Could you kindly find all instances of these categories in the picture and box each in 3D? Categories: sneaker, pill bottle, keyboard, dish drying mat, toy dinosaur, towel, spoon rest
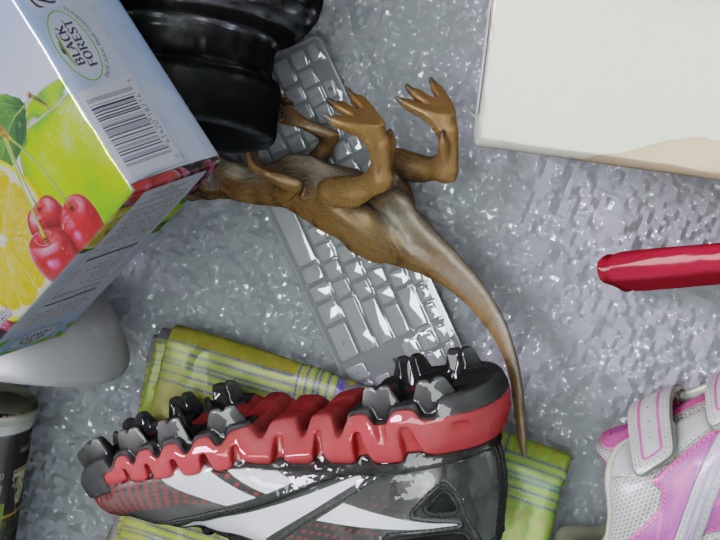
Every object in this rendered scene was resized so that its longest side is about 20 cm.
[{"bbox_3d":[0.146,0.078,1.148,0.088,0.081,0.200,36,101,6],"label":"sneaker"},{"bbox_3d":[-0.025,0.094,1.166,0.200,0.071,0.098,-8,103,24],"label":"sneaker"},{"bbox_3d":[-0.066,-0.154,1.141,0.111,0.112,0.201,5,83,13],"label":"pill bottle"},{"bbox_3d":[0.000,0.000,1.212,0.056,0.011,0.200,-25,89,14],"label":"keyboard"},{"bbox_3d":[0.200,-0.009,1.130,0.199,0.077,0.018,-5,85,14],"label":"dish drying mat"},{"bbox_3d":[0.012,-0.022,1.182,0.200,0.060,0.106,30,129,17],"label":"toy dinosaur"},{"bbox_3d":[-0.017,0.115,1.215,0.199,0.023,0.144,16,99,14],"label":"towel"},{"bbox_3d":[-0.193,0.015,1.177,0.199,0.099,0.061,15,107,-23],"label":"spoon rest"}]

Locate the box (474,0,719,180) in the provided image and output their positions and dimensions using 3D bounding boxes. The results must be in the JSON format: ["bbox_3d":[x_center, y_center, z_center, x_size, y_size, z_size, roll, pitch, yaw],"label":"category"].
[{"bbox_3d":[0.153,-0.077,1.127,0.199,0.095,0.078,9,97,14],"label":"box"}]

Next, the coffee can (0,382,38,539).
[{"bbox_3d":[-0.225,0.143,1.208,0.146,0.146,0.201,11,97,12],"label":"coffee can"}]

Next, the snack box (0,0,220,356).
[{"bbox_3d":[-0.156,-0.083,1.103,0.142,0.053,0.200,-42,75,44],"label":"snack box"}]
